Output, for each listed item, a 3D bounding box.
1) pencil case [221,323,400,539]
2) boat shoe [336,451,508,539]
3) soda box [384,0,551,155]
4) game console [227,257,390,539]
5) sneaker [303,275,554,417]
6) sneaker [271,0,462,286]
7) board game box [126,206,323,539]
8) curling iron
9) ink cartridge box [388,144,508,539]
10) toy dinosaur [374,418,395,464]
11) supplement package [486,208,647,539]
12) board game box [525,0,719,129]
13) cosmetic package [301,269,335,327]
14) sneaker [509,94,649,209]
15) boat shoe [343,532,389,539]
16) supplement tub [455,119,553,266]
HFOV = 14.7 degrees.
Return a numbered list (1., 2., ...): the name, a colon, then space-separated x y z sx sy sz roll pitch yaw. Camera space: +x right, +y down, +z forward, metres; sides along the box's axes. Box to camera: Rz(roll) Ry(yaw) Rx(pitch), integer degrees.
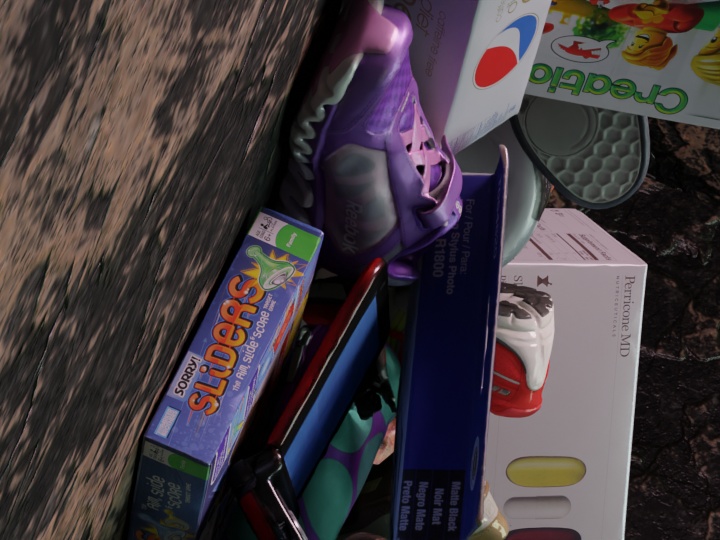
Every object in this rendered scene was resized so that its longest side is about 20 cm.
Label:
1. pencil case: -0.046 0.117 1.548 0.093 0.085 0.200 64 35 -33
2. boat shoe: 0.009 0.154 1.624 0.200 0.076 0.072 -15 -145 55
3. soda box: 0.050 -0.145 1.330 0.064 0.068 0.200 -34 155 -31
4. game console: 0.005 0.111 1.372 0.119 0.173 0.200 -30 169 -5
5. sneaker: 0.031 0.046 1.629 0.077 0.200 0.085 -7 102 -39
6. sneaker: 0.011 -0.055 1.335 0.200 0.088 0.081 104 10 -58
7. board game box: -0.070 0.077 1.339 0.200 0.034 0.136 106 8 -58
8. curling iron: 0.000 0.000 1.487 0.050 0.025 0.200 -103 -175 -54
9. ink cartridge box: 0.042 0.058 1.432 0.200 0.040 0.200 99 -3 -71
10. toy dinosaur: 0.017 0.123 1.782 0.200 0.086 0.136 -77 -177 -72
11. supplement package: 0.104 0.073 1.807 0.156 0.111 0.201 -132 -137 -71
12. board game box: 0.114 -0.145 1.434 0.035 0.199 0.126 -91 -166 -46
13. cosmetic package: -0.015 0.038 1.794 0.083 0.051 0.200 97 15 -73
14. sneaker: 0.104 -0.141 1.564 0.077 0.203 0.146 -26 -168 13
15. boat shoe: 0.005 0.244 1.526 0.073 0.074 0.201 -2 -105 45
16. supplement tub: 0.056 -0.064 1.655 0.200 0.122 0.123 -52 164 -78
